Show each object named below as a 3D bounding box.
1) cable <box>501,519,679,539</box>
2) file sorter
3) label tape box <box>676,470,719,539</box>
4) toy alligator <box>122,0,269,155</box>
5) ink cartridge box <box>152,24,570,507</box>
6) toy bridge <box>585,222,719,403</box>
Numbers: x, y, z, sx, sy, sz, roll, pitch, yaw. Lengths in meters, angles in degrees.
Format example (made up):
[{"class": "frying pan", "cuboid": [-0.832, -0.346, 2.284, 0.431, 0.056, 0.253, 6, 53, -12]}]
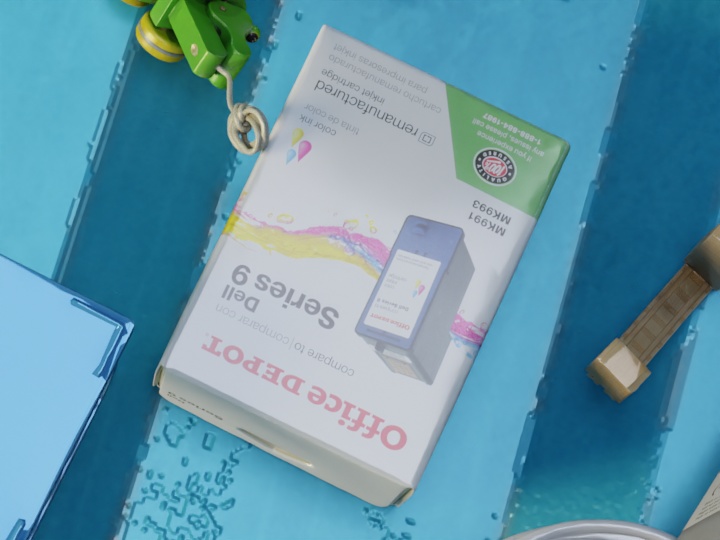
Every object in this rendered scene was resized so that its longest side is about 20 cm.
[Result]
[{"class": "cable", "cuboid": [0.112, 0.228, 1.256, 0.199, 0.069, 0.201, -31, 82, -12]}, {"class": "file sorter", "cuboid": [-0.229, 0.053, 1.231, 0.199, 0.123, 0.140, 26, 77, 1]}, {"class": "label tape box", "cuboid": [0.248, 0.137, 1.255, 0.143, 0.066, 0.200, 42, 58, -5]}, {"class": "toy alligator", "cuboid": [-0.079, -0.133, 1.308, 0.054, 0.059, 0.201, 1, 48, -44]}, {"class": "ink cartridge box", "cuboid": [0.000, 0.000, 1.285, 0.145, 0.088, 0.201, 26, 78, 0]}, {"class": "toy bridge", "cuboid": [0.190, -0.010, 1.316, 0.027, 0.067, 0.200, 42, 75, 4]}]
